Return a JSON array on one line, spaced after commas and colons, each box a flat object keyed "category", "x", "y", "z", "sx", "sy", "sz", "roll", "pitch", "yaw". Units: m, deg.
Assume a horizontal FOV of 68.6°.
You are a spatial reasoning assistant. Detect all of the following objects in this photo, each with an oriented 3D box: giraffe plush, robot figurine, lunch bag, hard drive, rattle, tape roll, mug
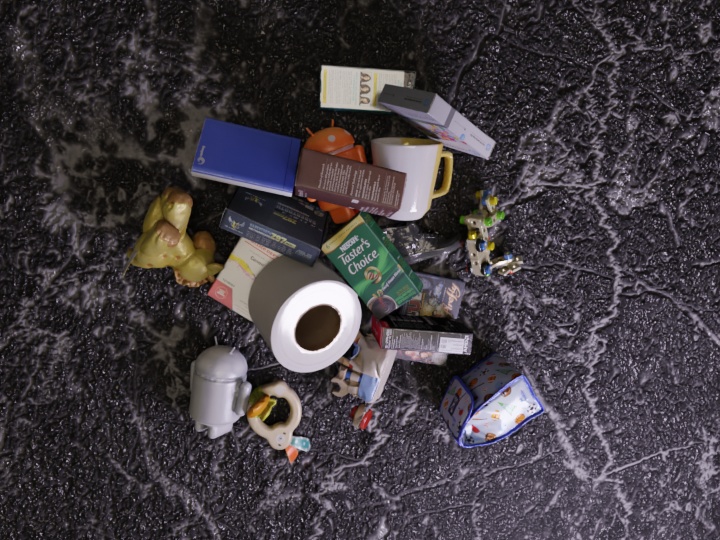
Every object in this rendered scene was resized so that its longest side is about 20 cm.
[{"category": "giraffe plush", "x": -0.356, "y": -0.043, "z": 1.057, "sx": 0.161, "sy": 0.172, "sz": 0.203, "roll": 31, "pitch": 86, "yaw": -33}, {"category": "robot figurine", "x": -0.303, "y": 0.248, "z": 1.128, "sx": 0.166, "sy": 0.112, "sz": 0.205, "roll": 15, "pitch": 101, "yaw": 24}, {"category": "robot figurine", "x": -0.051, "y": -0.201, "z": 1.079, "sx": 0.141, "sy": 0.117, "sz": 0.204, "roll": -19, "pitch": 103, "yaw": 2}, {"category": "lunch bag", "x": 0.277, "y": 0.297, "z": 1.192, "sx": 0.198, "sy": 0.170, "sz": 0.125, "roll": -35, "pitch": 100, "yaw": 0}, {"category": "hard drive", "x": -0.225, "y": -0.229, "z": 1.060, "sx": 0.195, "sy": 0.025, "sz": 0.135, "roll": 11, "pitch": 63, "yaw": -10}, {"category": "rattle", "x": -0.172, "y": 0.354, "z": 1.158, "sx": 0.128, "sy": 0.142, "sz": 0.204, "roll": -20, "pitch": 97, "yaw": -23}, {"category": "tape roll", "x": -0.114, "y": 0.083, "z": 1.074, "sx": 0.199, "sy": 0.139, "sz": 0.207, "roll": -15, "pitch": 121, "yaw": -25}, {"category": "mug", "x": 0.110, "y": -0.189, "z": 1.096, "sx": 0.182, "sy": 0.150, "sz": 0.157, "roll": 1, "pitch": 109, "yaw": -2}]

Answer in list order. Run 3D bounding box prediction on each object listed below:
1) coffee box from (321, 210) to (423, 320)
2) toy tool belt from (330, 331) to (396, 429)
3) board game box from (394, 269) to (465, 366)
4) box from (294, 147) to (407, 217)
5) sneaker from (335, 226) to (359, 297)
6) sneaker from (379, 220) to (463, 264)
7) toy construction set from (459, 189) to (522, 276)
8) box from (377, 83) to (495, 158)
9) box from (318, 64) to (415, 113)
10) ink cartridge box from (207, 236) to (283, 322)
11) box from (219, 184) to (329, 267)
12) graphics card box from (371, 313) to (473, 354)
[{"category": "coffee box", "x": 0.022, "y": -0.010, "z": 1.069, "sx": 0.122, "sy": 0.044, "sz": 0.201, "roll": -33, "pitch": 100, "yaw": 29}, {"category": "toy tool belt", "x": -0.006, "y": 0.234, "z": 1.181, "sx": 0.121, "sy": 0.125, "sz": 0.204, "roll": 22, "pitch": 94, "yaw": 20}, {"category": "board game box", "x": 0.152, "y": 0.109, "z": 1.208, "sx": 0.132, "sy": 0.035, "sz": 0.205, "roll": 10, "pitch": 99, "yaw": -10}, {"category": "box", "x": -0.021, "y": -0.159, "z": 0.975, "sx": 0.195, "sy": 0.100, "sz": 0.077, "roll": 14, "pitch": 87, "yaw": -6}, {"category": "sneaker", "x": 0.000, "y": 0.000, "z": 1.147, "sx": 0.098, "sy": 0.071, "sz": 0.201, "roll": -41, "pitch": 104, "yaw": -1}, {"category": "sneaker", "x": 0.125, "y": -0.077, "z": 1.157, "sx": 0.196, "sy": 0.060, "sz": 0.106, "roll": -19, "pitch": 107, "yaw": -1}, {"category": "toy construction set", "x": 0.283, "y": -0.065, "z": 1.169, "sx": 0.131, "sy": 0.091, "sz": 0.202, "roll": -46, "pitch": 116, "yaw": -37}, {"category": "box", "x": 0.150, "y": -0.292, "z": 1.033, "sx": 0.198, "sy": 0.155, "sz": 0.042, "roll": 19, "pitch": 100, "yaw": -42}, {"category": "box", "x": 0.013, "y": -0.372, "z": 1.091, "sx": 0.195, "sy": 0.049, "sz": 0.084, "roll": 1, "pitch": 101, "yaw": -8}, {"category": "ink cartridge box", "x": -0.221, "y": -0.012, "z": 1.114, "sx": 0.115, "sy": 0.068, "sz": 0.202, "roll": 31, "pitch": 95, "yaw": -12}, {"category": "box", "x": -0.166, "y": -0.104, "z": 1.058, "sx": 0.197, "sy": 0.159, "sz": 0.051, "roll": 23, "pitch": 124, "yaw": -11}, {"category": "graphics card box", "x": 0.128, "y": 0.133, "z": 1.127, "sx": 0.195, "sy": 0.125, "sz": 0.052, "roll": 4, "pitch": 98, "yaw": -9}]
